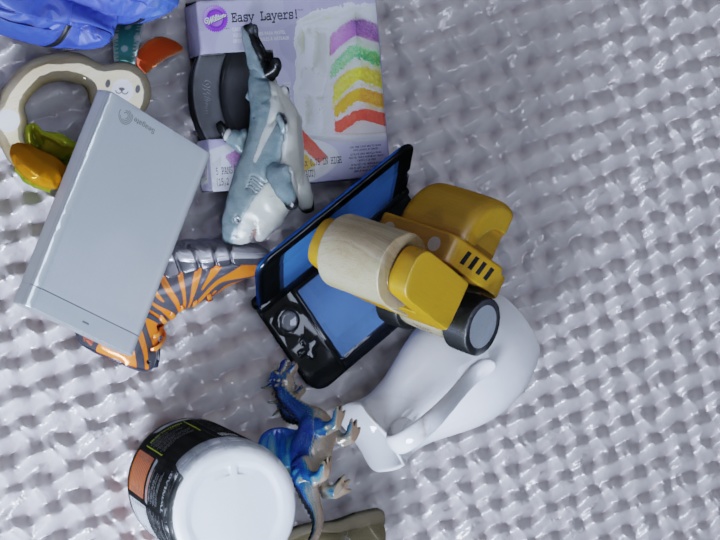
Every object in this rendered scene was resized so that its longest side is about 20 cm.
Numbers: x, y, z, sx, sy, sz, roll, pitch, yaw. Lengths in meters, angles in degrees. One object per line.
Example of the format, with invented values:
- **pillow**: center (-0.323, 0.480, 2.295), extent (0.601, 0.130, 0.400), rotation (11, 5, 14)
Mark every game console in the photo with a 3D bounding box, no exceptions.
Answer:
- **game console**: center (0.000, 0.000, 1.545), extent (0.199, 0.118, 0.172), rotation (-39, 107, -15)

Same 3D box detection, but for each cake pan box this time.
- **cake pan box**: center (-0.074, -0.175, 1.545), extent (0.198, 0.052, 0.187), rotation (-5, 93, -21)

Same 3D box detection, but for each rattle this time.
- **rattle**: center (-0.240, -0.163, 1.437), extent (0.199, 0.143, 0.131), rotation (-34, 85, -10)

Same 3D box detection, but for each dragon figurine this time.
- **dragon figurine**: center (-0.061, 0.182, 1.518), extent (0.059, 0.098, 0.202), rotation (44, 48, -49)

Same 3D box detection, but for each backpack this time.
- **backpack**: center (-0.257, -0.283, 1.414), extent (0.198, 0.162, 0.170), rotation (6, 100, -34)

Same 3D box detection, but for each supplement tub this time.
- **supplement tub**: center (-0.144, 0.204, 1.457), extent (0.121, 0.200, 0.124), rotation (-1, 94, -21)

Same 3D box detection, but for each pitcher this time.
- **pitcher**: center (0.088, 0.113, 1.559), extent (0.199, 0.171, 0.122), rotation (-37, 100, -15)

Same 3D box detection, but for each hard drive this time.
- **hard drive**: center (-0.219, -0.041, 1.410), extent (0.131, 0.026, 0.202), rotation (31, 74, -45)

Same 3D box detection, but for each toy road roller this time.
- **toy road roller**: center (0.061, -0.022, 1.488), extent (0.200, 0.122, 0.147), rotation (32, 79, -50)

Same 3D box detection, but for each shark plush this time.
- **shark plush**: center (-0.099, -0.128, 1.480), extent (0.082, 0.091, 0.203), rotation (-5, 101, 10)

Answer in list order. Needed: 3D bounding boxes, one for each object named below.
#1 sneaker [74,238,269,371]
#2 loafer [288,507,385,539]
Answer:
- **sneaker**: center (-0.181, 0.033, 1.509), extent (0.197, 0.078, 0.114), rotation (-7, 100, -11)
- **loafer**: center (-0.042, 0.281, 1.534), extent (0.199, 0.076, 0.068), rotation (-9, 73, -43)
